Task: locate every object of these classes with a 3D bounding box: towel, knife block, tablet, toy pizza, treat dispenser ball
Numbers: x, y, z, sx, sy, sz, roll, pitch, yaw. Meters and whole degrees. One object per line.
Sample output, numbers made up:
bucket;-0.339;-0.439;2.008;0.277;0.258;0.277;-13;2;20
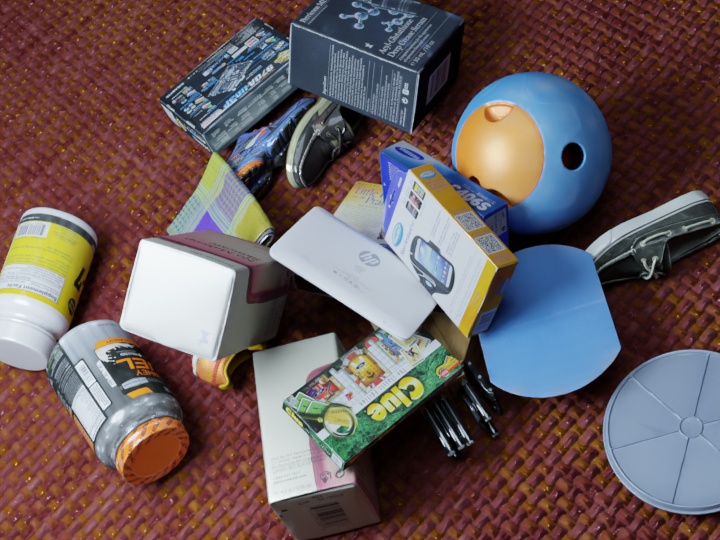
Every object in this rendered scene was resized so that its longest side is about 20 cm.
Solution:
towel;-0.192;-0.054;1.772;0.144;0.023;0.201;-53;45;19
knife block;0.080;0.139;1.590;0.198;0.064;0.177;9;62;23
tablet;0.000;0.000;1.583;0.199;0.014;0.130;33;39;9
toy pizza;0.375;0.183;1.486;0.198;0.032;0.202;-9;57;14
treat dispenser ball;0.213;-0.145;1.635;0.198;0.201;0.203;-8;58;13

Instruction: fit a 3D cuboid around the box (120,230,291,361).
box;-0.179;0.024;1.571;0.127;0.200;0.110;18;100;14

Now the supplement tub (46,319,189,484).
supplement tub;-0.306;0.168;1.665;0.122;0.123;0.200;-38;57;-7

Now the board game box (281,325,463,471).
board game box;0.016;0.134;1.510;0.199;0.024;0.105;-36;70;-30

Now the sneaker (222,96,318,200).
sneaker;-0.135;-0.178;1.849;0.200;0.076;0.078;-43;53;-12

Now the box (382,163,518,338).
box;0.099;-0.032;1.564;0.041;0.120;0.201;-16;53;-32

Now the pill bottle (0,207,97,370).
pill bottle;-0.442;0.026;1.801;0.113;0.115;0.202;3;61;20

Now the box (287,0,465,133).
box;0.022;-0.302;1.806;0.198;0.108;0.149;23;48;17

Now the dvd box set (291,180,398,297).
dvd box set;0.019;-0.036;1.695;0.145;0.030;0.201;11;45;23

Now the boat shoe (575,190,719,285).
boat shoe;0.352;-0.027;1.597;0.199;0.071;0.064;-30;54;-3

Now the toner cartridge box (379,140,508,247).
toner cartridge box;0.102;-0.077;1.624;0.043;0.096;0.200;-27;42;-27

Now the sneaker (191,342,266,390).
sneaker;-0.141;0.067;1.715;0.077;0.073;0.201;28;78;13

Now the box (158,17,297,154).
box;-0.180;-0.271;1.912;0.200;0.046;0.159;-41;41;-9

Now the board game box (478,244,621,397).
board game box;0.220;0.067;1.568;0.156;0.039;0.202;-18;57;9

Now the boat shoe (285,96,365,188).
boat shoe;-0.039;-0.199;1.828;0.064;0.073;0.201;13;65;30

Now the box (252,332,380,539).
box;-0.052;0.198;1.559;0.108;0.128;0.202;-14;57;8
